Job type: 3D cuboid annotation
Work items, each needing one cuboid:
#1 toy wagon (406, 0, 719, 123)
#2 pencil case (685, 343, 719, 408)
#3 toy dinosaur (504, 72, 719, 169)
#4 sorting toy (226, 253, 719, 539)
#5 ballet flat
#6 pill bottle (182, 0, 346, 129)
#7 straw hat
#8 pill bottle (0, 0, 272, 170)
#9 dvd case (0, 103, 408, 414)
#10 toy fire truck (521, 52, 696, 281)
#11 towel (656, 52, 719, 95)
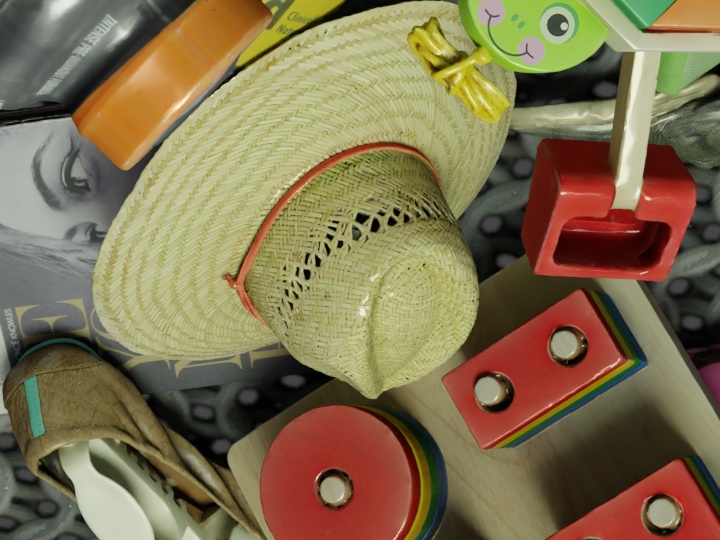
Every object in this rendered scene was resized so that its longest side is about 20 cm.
[{"bbox_3d":[0.097,-0.125,0.680,0.155,0.040,0.200,44,86,-9],"label":"toy wagon"},{"bbox_3d":[0.135,0.089,0.995,0.199,0.094,0.091,-20,125,8],"label":"pencil case"},{"bbox_3d":[0.137,-0.075,0.908,0.199,0.048,0.088,6,132,-6],"label":"toy dinosaur"},{"bbox_3d":[0.060,0.111,0.925,0.198,0.200,0.070,-33,166,14],"label":"sorting toy"},{"bbox_3d":[-0.084,0.109,0.989,0.068,0.072,0.200,-27,130,17],"label":"ballet flat"},{"bbox_3d":[-0.027,-0.155,0.791,0.111,0.111,0.200,29,118,-24],"label":"pill bottle"},{"bbox_3d":[0.000,0.000,0.852,0.201,0.085,0.201,-26,151,-16],"label":"straw hat"},{"bbox_3d":[-0.121,-0.124,0.710,0.200,0.106,0.106,45,113,-6],"label":"pill bottle"},{"bbox_3d":[-0.078,-0.010,0.949,0.199,0.016,0.149,-7,127,0],"label":"dvd case"},{"bbox_3d":[0.088,-0.113,0.753,0.049,0.141,0.201,3,126,-8],"label":"toy fire truck"},{"bbox_3d":[0.160,-0.173,0.798,0.031,0.149,0.201,33,131,26],"label":"towel"}]
